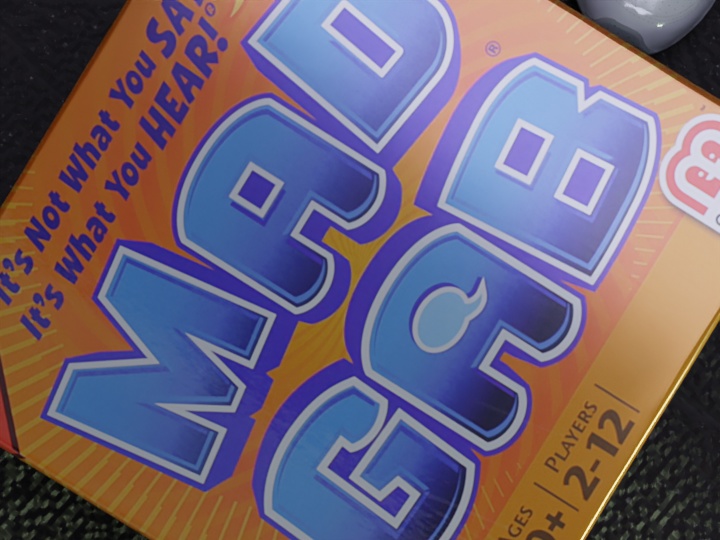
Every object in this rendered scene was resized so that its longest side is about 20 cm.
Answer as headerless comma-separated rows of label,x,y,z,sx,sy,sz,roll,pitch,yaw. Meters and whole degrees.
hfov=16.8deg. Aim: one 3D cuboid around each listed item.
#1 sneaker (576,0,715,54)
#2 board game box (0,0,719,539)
sneaker,0.141,-0.181,0.976,0.070,0.080,0.201,26,72,-3
board game box,0.000,0.000,0.803,0.200,0.200,0.200,32,91,0
